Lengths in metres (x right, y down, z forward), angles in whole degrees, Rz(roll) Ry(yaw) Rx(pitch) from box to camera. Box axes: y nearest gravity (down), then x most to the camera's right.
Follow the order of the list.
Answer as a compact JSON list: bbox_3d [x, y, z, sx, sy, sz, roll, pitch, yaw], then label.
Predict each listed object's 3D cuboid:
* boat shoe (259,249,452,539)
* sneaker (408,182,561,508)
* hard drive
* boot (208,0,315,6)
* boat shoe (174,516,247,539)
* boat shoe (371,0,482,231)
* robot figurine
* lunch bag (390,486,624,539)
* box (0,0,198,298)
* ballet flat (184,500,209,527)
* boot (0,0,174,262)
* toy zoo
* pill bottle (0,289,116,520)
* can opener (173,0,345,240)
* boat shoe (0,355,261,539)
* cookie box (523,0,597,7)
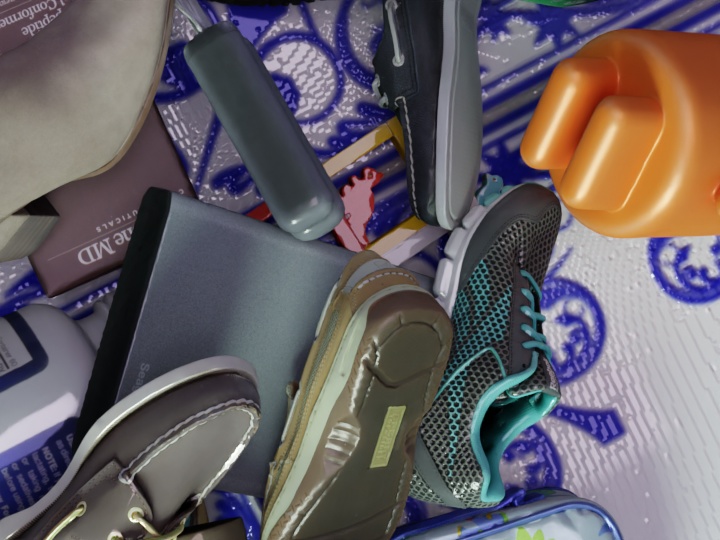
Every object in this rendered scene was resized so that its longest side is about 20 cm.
[{"bbox_3d":[-0.012,0.083,0.757,0.071,0.076,0.201,7,118,-34],"label":"boat shoe"},{"bbox_3d":[0.077,0.045,0.811,0.078,0.091,0.201,45,66,-49],"label":"sneaker"},{"bbox_3d":[-0.048,0.049,0.788,0.199,0.033,0.141,18,88,-40],"label":"hard drive"},{"bbox_3d":[-0.028,-0.255,0.839,0.180,0.073,0.202,1,81,15],"label":"boot"},{"bbox_3d":[-0.137,0.182,0.779,0.072,0.199,0.069,-8,82,-52],"label":"boat shoe"},{"bbox_3d":[0.036,-0.121,0.850,0.060,0.076,0.202,0,76,18],"label":"boat shoe"},{"bbox_3d":[0.184,-0.078,0.837,0.199,0.143,0.118,-2,90,-36],"label":"robot figurine"},{"bbox_3d":[0.064,0.215,0.848,0.198,0.082,0.162,-16,92,-12],"label":"lunch bag"},{"bbox_3d":[-0.170,-0.095,0.821,0.100,0.075,0.201,-25,96,-8],"label":"box"},{"bbox_3d":[-0.117,0.219,0.843,0.063,0.068,0.201,21,90,-41],"label":"ballet flat"},{"bbox_3d":[-0.181,-0.075,0.702,0.070,0.146,0.201,34,103,28],"label":"boot"},{"bbox_3d":[0.000,0.000,0.872,0.199,0.020,0.132,-34,95,-7],"label":"toy zoo"},{"bbox_3d":[-0.184,0.088,0.790,0.199,0.120,0.120,-27,94,-18],"label":"pill bottle"},{"bbox_3d":[-0.078,-0.099,0.769,0.066,0.053,0.201,-36,77,7],"label":"can opener"},{"bbox_3d":[-0.117,0.120,0.697,0.200,0.060,0.072,-40,139,14],"label":"boat shoe"},{"bbox_3d":[0.090,-0.238,0.799,0.075,0.199,0.173,-3,92,35],"label":"cookie box"}]
